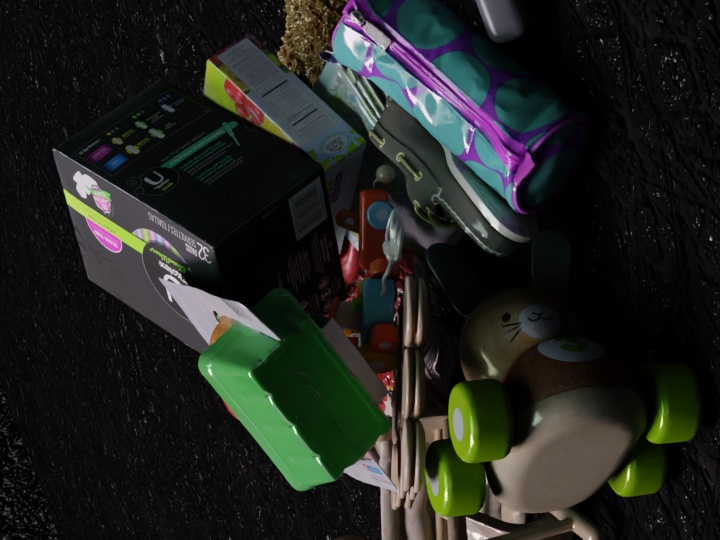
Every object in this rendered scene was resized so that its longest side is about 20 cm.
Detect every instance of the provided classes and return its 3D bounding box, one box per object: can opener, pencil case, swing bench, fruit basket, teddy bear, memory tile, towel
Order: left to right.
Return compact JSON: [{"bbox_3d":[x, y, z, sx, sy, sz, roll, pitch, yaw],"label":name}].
[{"bbox_3d":[-0.060,0.078,1.490,0.185,0.094,0.200,53,170,-17],"label":"fruit basket"},{"bbox_3d":[-0.031,-0.208,1.710,0.145,0.067,0.200,13,118,64],"label":"teddy bear"},{"bbox_3d":[0.015,-0.079,1.651,0.171,0.048,0.200,54,154,8],"label":"towel"},{"bbox_3d":[0.035,0.094,1.467,0.200,0.017,0.154,102,170,-78],"label":"memory tile"},{"bbox_3d":[0.067,-0.128,1.421,0.200,0.092,0.085,41,109,23],"label":"pencil case"},{"bbox_3d":[0.099,0.240,1.619,0.200,0.130,0.199,-121,23,-54],"label":"swing bench"},{"bbox_3d":[0.085,-0.257,1.388,0.053,0.066,0.200,-47,-57,-63],"label":"can opener"}]

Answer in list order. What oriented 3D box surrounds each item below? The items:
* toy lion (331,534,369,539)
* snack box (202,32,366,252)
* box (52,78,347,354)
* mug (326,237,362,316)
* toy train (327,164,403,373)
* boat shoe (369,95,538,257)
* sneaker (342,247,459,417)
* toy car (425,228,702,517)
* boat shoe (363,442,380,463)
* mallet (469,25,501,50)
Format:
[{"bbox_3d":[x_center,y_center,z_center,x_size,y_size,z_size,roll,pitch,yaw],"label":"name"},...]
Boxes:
[{"bbox_3d":[0.039,0.304,1.787,0.200,0.191,0.069,-51,-45,-65],"label":"toy lion"},{"bbox_3d":[-0.072,-0.082,1.681,0.142,0.053,0.200,45,152,18],"label":"snack box"},{"bbox_3d":[-0.129,-0.037,1.630,0.200,0.124,0.149,29,144,36],"label":"box"},{"bbox_3d":[-0.059,-0.037,1.821,0.200,0.133,0.178,66,160,11],"label":"mug"},{"bbox_3d":[0.000,0.000,1.524,0.200,0.056,0.150,-99,10,-82],"label":"toy train"},{"bbox_3d":[0.065,-0.067,1.480,0.060,0.072,0.202,-53,40,18],"label":"boat shoe"},{"bbox_3d":[0.038,0.056,1.687,0.078,0.082,0.200,28,141,29],"label":"sneaker"},{"bbox_3d":[0.121,0.055,1.411,0.158,0.164,0.200,108,154,-55],"label":"toy car"},{"bbox_3d":[0.005,0.135,1.777,0.200,0.070,0.070,51,136,-5],"label":"boat shoe"},{"bbox_3d":[0.055,-0.201,1.546,0.066,0.041,0.200,98,153,-46],"label":"mallet"}]
